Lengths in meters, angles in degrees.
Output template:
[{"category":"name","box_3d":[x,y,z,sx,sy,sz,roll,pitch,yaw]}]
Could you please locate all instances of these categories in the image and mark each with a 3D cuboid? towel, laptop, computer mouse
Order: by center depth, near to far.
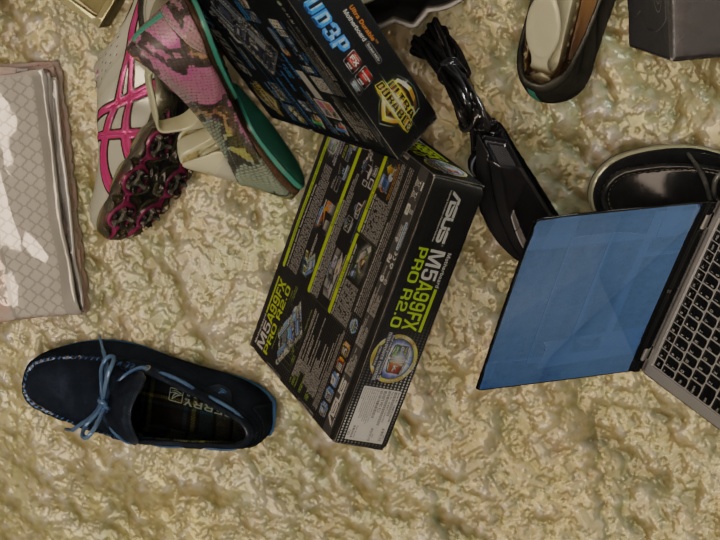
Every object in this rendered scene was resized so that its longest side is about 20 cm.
[{"category":"laptop","box_3d":[0.205,0.054,1.227,0.200,0.116,0.188,38,144,19]},{"category":"computer mouse","box_3d":[0.086,-0.081,1.279,0.046,0.141,0.200,-30,132,8]},{"category":"towel","box_3d":[-0.308,-0.054,1.399,0.190,0.032,0.201,-4,100,12]}]

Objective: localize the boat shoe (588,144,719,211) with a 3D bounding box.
[{"category":"boat shoe","box_3d":[0.255,-0.038,1.266,0.199,0.062,0.075,15,106,9]}]

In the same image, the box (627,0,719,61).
[{"category":"box","box_3d":[0.280,-0.198,1.182,0.199,0.122,0.107,-5,101,-4]}]

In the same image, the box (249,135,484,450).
[{"category":"box","box_3d":[0.000,0.000,1.286,0.044,0.160,0.201,12,107,-30]}]

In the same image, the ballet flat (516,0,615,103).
[{"category":"ballet flat","box_3d":[0.150,-0.210,1.251,0.068,0.068,0.201,17,104,24]}]

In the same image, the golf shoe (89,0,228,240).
[{"category":"golf shoe","box_3d":[-0.158,-0.121,1.343,0.092,0.072,0.201,32,107,31]}]

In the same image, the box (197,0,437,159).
[{"category":"box","box_3d":[-0.054,-0.170,1.220,0.046,0.159,0.200,-48,126,-15]}]

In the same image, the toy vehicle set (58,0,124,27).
[{"category":"toy vehicle set","box_3d":[-0.237,-0.285,1.338,0.200,0.027,0.125,35,106,3]}]

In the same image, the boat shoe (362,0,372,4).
[{"category":"boat shoe","box_3d":[-0.022,-0.272,1.202,0.074,0.062,0.201,-6,102,11]}]

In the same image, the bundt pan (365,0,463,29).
[{"category":"bundt pan","box_3d":[0.015,-0.267,1.266,0.200,0.076,0.203,2,101,11]}]

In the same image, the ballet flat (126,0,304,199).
[{"category":"ballet flat","box_3d":[-0.107,-0.110,1.283,0.071,0.069,0.200,-27,140,4]}]

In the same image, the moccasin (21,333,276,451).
[{"category":"moccasin","box_3d":[-0.164,0.093,1.381,0.199,0.068,0.081,4,102,11]}]
